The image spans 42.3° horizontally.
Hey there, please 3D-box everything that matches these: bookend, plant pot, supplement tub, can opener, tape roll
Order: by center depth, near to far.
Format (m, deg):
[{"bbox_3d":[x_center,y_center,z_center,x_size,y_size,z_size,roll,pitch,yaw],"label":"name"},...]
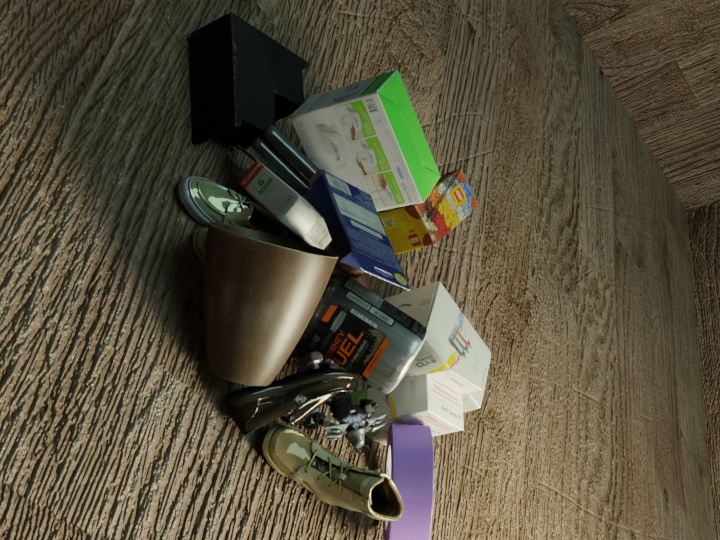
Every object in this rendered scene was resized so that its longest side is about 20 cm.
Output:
[{"bbox_3d":[-0.147,0.052,1.306,0.186,0.186,0.201,10,97,-54],"label":"plant pot"},{"bbox_3d":[-0.009,0.088,1.421,0.199,0.123,0.123,32,38,2],"label":"supplement tub"},{"bbox_3d":[-0.087,-0.152,1.477,0.200,0.053,0.067,43,16,-20],"label":"can opener"},{"bbox_3d":[0.075,0.348,1.489,0.200,0.065,0.202,-177,-90,-88],"label":"tape roll"},{"bbox_3d":[-0.175,-0.279,1.519,0.200,0.092,0.200,20,59,-53],"label":"bookend"}]

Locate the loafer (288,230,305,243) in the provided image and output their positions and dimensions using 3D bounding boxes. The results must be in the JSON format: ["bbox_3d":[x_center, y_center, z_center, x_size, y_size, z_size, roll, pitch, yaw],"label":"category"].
[{"bbox_3d":[-0.099,-0.060,1.522,0.063,0.072,0.200,20,28,-10],"label":"loafer"}]

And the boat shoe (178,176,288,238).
[{"bbox_3d":[-0.191,-0.093,1.424,0.200,0.062,0.072,31,49,-46],"label":"boat shoe"}]

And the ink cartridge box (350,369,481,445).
[{"bbox_3d":[0.094,0.232,1.557,0.117,0.199,0.068,33,48,-43],"label":"ink cartridge box"}]

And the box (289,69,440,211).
[{"bbox_3d":[0.008,-0.202,1.534,0.097,0.176,0.201,-53,125,-47],"label":"box"}]

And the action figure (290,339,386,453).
[{"bbox_3d":[-0.038,0.198,1.441,0.130,0.069,0.201,2,47,-40],"label":"action figure"}]

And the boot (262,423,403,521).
[{"bbox_3d":[-0.038,0.297,1.361,0.200,0.154,0.072,47,63,-35],"label":"boot"}]

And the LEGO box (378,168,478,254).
[{"bbox_3d":[0.082,-0.092,1.633,0.149,0.199,0.077,-39,107,-41],"label":"LEGO box"}]

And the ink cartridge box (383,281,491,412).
[{"bbox_3d":[0.121,0.150,1.692,0.200,0.145,0.145,52,37,-26],"label":"ink cartridge box"}]

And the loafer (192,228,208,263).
[{"bbox_3d":[-0.167,-0.012,1.419,0.200,0.063,0.072,38,44,-41],"label":"loafer"}]

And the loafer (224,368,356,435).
[{"bbox_3d":[-0.098,0.191,1.356,0.199,0.073,0.072,-12,91,-18],"label":"loafer"}]

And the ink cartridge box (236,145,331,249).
[{"bbox_3d":[-0.128,-0.113,1.440,0.200,0.050,0.109,40,1,43],"label":"ink cartridge box"}]

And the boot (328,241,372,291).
[{"bbox_3d":[0.000,0.000,1.530,0.200,0.072,0.167,-115,-178,-58],"label":"boot"}]

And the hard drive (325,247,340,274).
[{"bbox_3d":[-0.048,0.016,1.618,0.132,0.025,0.200,55,36,-24],"label":"hard drive"}]

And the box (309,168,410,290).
[{"bbox_3d":[-0.001,-0.053,1.385,0.121,0.032,0.201,24,34,-45],"label":"box"}]
